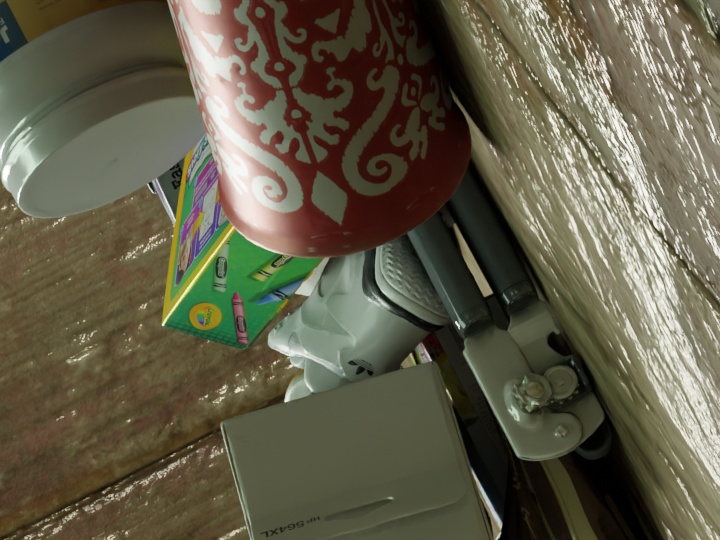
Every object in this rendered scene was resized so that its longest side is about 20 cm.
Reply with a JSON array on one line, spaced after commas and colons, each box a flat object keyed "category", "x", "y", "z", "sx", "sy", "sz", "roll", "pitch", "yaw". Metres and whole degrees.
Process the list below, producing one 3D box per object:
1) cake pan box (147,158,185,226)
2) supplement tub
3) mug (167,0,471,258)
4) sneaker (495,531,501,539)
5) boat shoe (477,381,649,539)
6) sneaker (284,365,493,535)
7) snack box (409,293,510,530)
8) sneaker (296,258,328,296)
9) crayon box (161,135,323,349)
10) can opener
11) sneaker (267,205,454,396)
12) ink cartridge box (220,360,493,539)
[{"category": "cake pan box", "x": -0.141, "y": -0.127, "z": 1.879, "sx": 0.184, "sy": 0.052, "sz": 0.200, "roll": -124, "pitch": 9, "yaw": -69}, {"category": "supplement tub", "x": -0.182, "y": -0.146, "z": 1.680, "sx": 0.200, "sy": 0.144, "sz": 0.145, "roll": 61, "pitch": 177, "yaw": 17}, {"category": "mug", "x": -0.040, "y": -0.134, "z": 1.470, "sx": 0.178, "sy": 0.133, "sz": 0.200, "roll": 57, "pitch": 171, "yaw": 45}, {"category": "sneaker", "x": 0.150, "y": 0.249, "z": 2.077, "sx": 0.079, "sy": 0.078, "sz": 0.200, "roll": -51, "pitch": 40, "yaw": 40}, {"category": "boat shoe", "x": 0.104, "y": 0.135, "z": 1.649, "sx": 0.203, "sy": 0.075, "sz": 0.075, "roll": 63, "pitch": -162, "yaw": 10}, {"category": "sneaker", "x": 0.028, "y": 0.112, "z": 1.826, "sx": 0.200, "sy": 0.078, "sz": 0.077, "roll": 58, "pitch": -151, "yaw": -31}, {"category": "snack box", "x": 0.101, "y": 0.114, "z": 1.771, "sx": 0.200, "sy": 0.068, "sz": 0.169, "roll": 61, "pitch": 177, "yaw": 2}, {"category": "sneaker", "x": -0.014, "y": -0.004, "z": 2.006, "sx": 0.200, "sy": 0.088, "sz": 0.075, "roll": 34, "pitch": -144, "yaw": -42}, {"category": "crayon box", "x": -0.049, "y": -0.053, "z": 1.679, "sx": 0.200, "sy": 0.058, "sz": 0.119, "roll": 131, "pitch": 151, "yaw": -55}, {"category": "can opener", "x": 0.070, "y": 0.018, "z": 1.604, "sx": 0.200, "sy": 0.053, "sz": 0.066, "roll": 62, "pitch": 178, "yaw": 18}, {"category": "sneaker", "x": 0.000, "y": 0.000, "z": 1.714, "sx": 0.075, "sy": 0.115, "sz": 0.200, "roll": 33, "pitch": -158, "yaw": -21}, {"category": "ink cartridge box", "x": 0.006, "y": 0.142, "z": 1.654, "sx": 0.200, "sy": 0.128, "sz": 0.125, "roll": 76, "pitch": 177, "yaw": -71}]
